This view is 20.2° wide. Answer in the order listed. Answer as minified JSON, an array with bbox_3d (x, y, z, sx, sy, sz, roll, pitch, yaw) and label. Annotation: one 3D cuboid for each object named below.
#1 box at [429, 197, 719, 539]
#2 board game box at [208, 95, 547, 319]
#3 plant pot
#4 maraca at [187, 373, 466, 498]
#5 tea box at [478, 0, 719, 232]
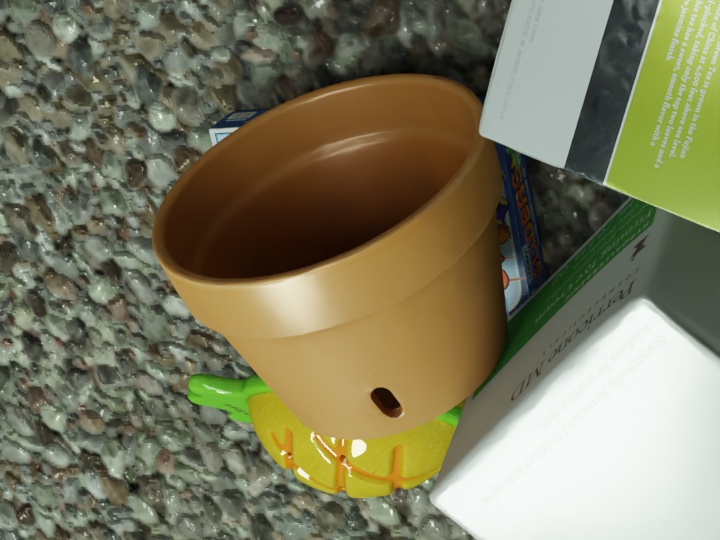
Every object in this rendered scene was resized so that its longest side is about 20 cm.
[{"bbox_3d":[0.183,0.083,1.121,0.200,0.172,0.199,37,126,-8],"label":"box"},{"bbox_3d":[0.011,-0.036,1.253,0.199,0.034,0.136,-2,113,28],"label":"board game box"},{"bbox_3d":[0.000,0.000,1.148,0.199,0.201,0.141,-6,125,29],"label":"plant pot"},{"bbox_3d":[-0.019,0.088,1.284,0.199,0.108,0.137,0,158,36],"label":"maraca"},{"bbox_3d":[0.193,-0.122,1.016,0.196,0.200,0.134,23,122,14],"label":"tea box"}]
